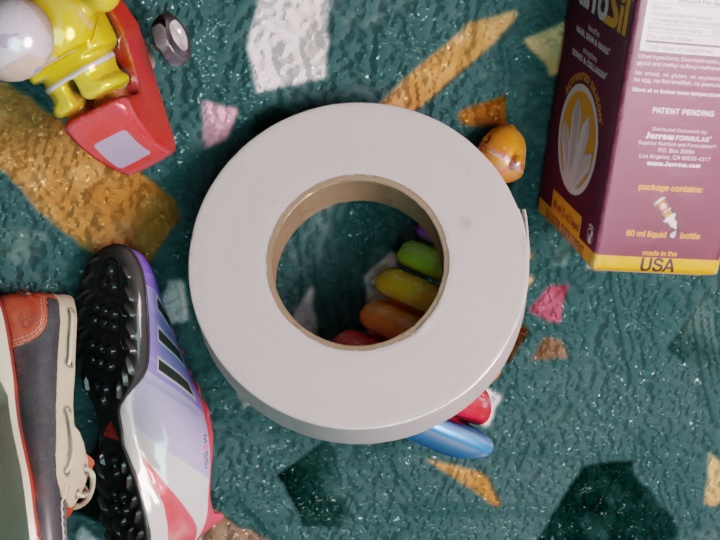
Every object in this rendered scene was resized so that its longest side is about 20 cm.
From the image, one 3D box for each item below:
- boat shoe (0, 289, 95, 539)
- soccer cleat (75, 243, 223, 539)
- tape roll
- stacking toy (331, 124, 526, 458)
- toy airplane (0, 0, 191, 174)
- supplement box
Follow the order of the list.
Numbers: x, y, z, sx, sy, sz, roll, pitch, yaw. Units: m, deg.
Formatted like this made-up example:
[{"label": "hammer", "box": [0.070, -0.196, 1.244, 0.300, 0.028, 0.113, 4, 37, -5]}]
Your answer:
[{"label": "boat shoe", "box": [-0.185, 0.107, 1.269, 0.062, 0.071, 0.202, 0, 69, -31]}, {"label": "soccer cleat", "box": [-0.126, 0.077, 1.328, 0.073, 0.068, 0.202, -17, 110, -38]}, {"label": "tape roll", "box": [0.000, 0.000, 1.271, 0.201, 0.037, 0.205, 0, 71, 1]}, {"label": "stacking toy", "box": [0.056, 0.005, 1.334, 0.109, 0.116, 0.202, 23, 90, -25]}, {"label": "toy airplane", "box": [-0.179, -0.156, 1.170, 0.197, 0.141, 0.201, 18, 120, -1]}, {"label": "supplement box", "box": [0.174, -0.110, 1.303, 0.085, 0.110, 0.202, 2, 110, -16]}]
